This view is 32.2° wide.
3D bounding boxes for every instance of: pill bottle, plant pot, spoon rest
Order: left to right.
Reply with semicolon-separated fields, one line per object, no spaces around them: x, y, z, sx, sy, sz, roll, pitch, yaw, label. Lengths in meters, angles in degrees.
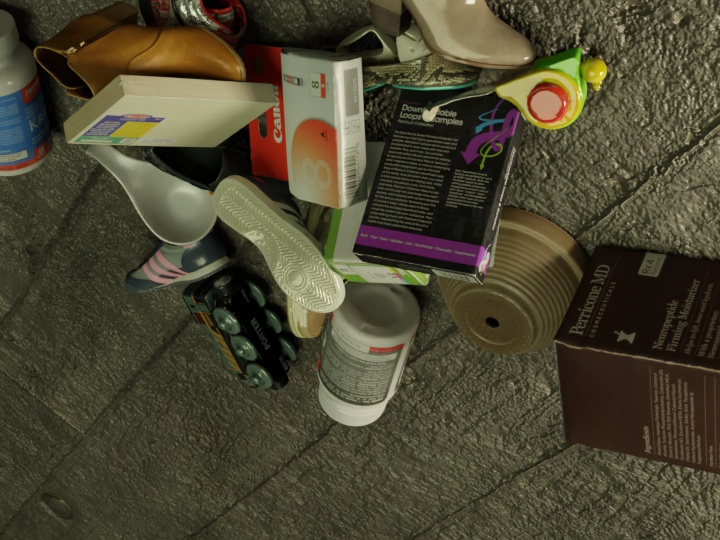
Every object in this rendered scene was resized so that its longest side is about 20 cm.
-0.469;-0.231;1.614;0.112;0.112;0.201;18;138;17;pill bottle
-0.276;-0.112;1.629;0.199;0.061;0.100;35;95;2;spoon rest
0.004;0.108;1.630;0.113;0.114;0.201;26;138;9;pill bottle
0.170;0.031;1.464;0.200;0.093;0.202;18;136;18;plant pot

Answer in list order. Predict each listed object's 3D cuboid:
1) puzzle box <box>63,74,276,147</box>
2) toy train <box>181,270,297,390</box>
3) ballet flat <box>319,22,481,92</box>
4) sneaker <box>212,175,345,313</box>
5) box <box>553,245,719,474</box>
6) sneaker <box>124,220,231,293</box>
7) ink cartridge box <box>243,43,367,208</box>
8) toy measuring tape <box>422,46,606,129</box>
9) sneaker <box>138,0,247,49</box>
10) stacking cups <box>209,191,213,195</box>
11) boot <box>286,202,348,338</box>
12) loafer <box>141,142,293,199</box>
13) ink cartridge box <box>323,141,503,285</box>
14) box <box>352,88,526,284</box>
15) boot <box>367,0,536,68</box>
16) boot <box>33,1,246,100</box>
-0.208;-0.173;1.368;0.133;0.199;0.026;-25;74;46;puzzle box
-0.169;0.084;1.753;0.113;0.085;0.201;9;137;43;toy train
0.032;-0.227;1.330;0.199;0.068;0.076;2;121;37;ballet flat
-0.082;-0.038;1.460;0.075;0.084;0.200;-44;82;24;sneaker
0.335;0.096;1.361;0.199;0.166;0.165;9;135;25;box
-0.263;-0.022;1.728;0.199;0.070;0.083;-14;104;38;sneaker
-0.077;-0.166;1.390;0.199;0.050;0.163;15;115;42;ink cartridge box
0.162;-0.169;1.278;0.199;0.074;0.074;-17;120;29;toy measuring tape
-0.170;-0.247;1.436;0.107;0.067;0.202;-2;125;38;sneaker
-0.183;-0.131;1.574;0.060;0.061;0.200;-21;121;44;stacking cups
0.000;0.000;1.495;0.154;0.072;0.202;16;96;22;boot
-0.169;-0.121;1.511;0.199;0.070;0.068;18;104;-19;loafer
0.073;-0.062;1.385;0.199;0.149;0.076;3;162;26;ink cartridge box
0.087;-0.095;1.326;0.142;0.201;0.036;11;167;25;box
0.089;-0.291;1.229;0.199;0.070;0.147;16;129;10;boot
-0.241;-0.220;1.356;0.200;0.144;0.071;26;136;16;boot
